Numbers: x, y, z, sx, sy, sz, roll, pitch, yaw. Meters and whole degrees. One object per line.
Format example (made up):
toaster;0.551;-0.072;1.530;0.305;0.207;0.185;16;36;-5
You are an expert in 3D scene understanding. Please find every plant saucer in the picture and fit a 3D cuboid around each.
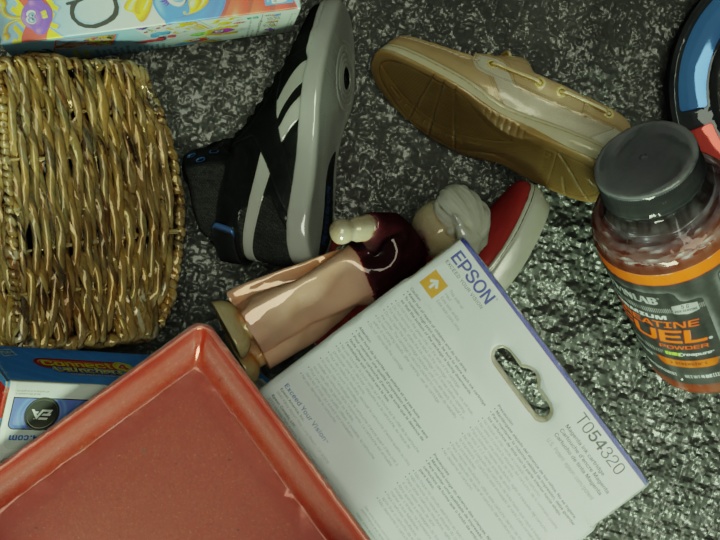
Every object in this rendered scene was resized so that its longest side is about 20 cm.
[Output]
plant saucer;-0.116;0.168;0.783;0.200;0.037;0.200;-36;81;-14

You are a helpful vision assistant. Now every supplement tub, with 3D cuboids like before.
supplement tub;0.224;-0.010;0.906;0.107;0.107;0.200;-38;130;-5

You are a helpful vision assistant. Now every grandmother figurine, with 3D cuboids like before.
grandmother figurine;0.000;0.000;0.872;0.199;0.121;0.061;-27;65;-11

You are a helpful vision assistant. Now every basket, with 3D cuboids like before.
basket;-0.217;-0.046;0.916;0.142;0.148;0.202;-6;93;-39

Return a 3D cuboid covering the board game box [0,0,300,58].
board game box;-0.149;-0.211;0.897;0.198;0.105;0.104;-9;92;-8

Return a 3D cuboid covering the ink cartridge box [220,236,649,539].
ink cartridge box;0.045;0.116;0.829;0.200;0.043;0.197;-36;81;0

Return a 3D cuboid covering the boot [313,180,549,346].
boot;0.031;-0.015;0.945;0.144;0.072;0.200;41;90;-5

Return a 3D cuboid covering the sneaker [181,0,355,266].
sneaker;-0.071;-0.103;0.928;0.111;0.073;0.201;2;72;18

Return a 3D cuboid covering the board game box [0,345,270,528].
board game box;-0.169;0.156;0.865;0.199;0.056;0.197;7;107;-36

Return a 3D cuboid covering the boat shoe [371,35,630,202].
boat shoe;0.105;-0.122;0.953;0.199;0.074;0.069;29;61;4

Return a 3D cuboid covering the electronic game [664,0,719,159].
electronic game;0.329;-0.137;0.990;0.198;0.042;0.202;0;92;-8
